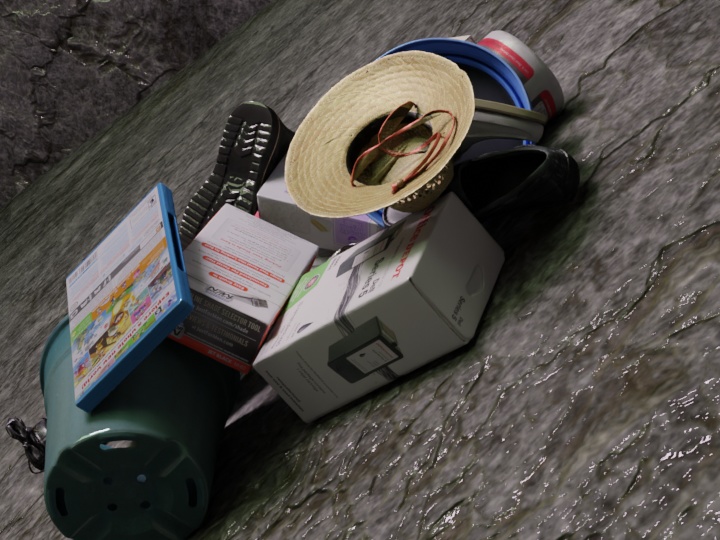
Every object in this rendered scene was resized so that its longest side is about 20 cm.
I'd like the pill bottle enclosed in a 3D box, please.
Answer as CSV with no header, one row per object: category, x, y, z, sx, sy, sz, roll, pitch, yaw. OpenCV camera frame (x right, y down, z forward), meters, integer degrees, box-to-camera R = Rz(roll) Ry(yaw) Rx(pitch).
pill bottle,0.106,-0.144,1.571,0.200,0.111,0.111,-44,17,-8

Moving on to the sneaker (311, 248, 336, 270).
sneaker,-0.080,-0.007,1.658,0.200,0.099,0.078,-49,19,-22

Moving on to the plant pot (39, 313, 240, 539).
plant pot,-0.215,0.154,1.434,0.200,0.200,0.196,-37,25,16

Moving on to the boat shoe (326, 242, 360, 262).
boat shoe,0.000,0.000,1.535,0.074,0.060,0.200,-47,18,-18

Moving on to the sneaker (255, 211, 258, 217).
sneaker,-0.095,-0.052,1.745,0.200,0.074,0.087,-33,50,-28

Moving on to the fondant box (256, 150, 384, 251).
fondant box,-0.008,-0.105,1.680,0.144,0.058,0.200,14,45,17

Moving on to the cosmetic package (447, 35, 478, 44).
cosmetic package,0.098,-0.209,1.761,0.073,0.104,0.200,-45,16,-8

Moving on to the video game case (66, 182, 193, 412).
video game case,-0.216,0.021,1.394,0.143,0.018,0.200,-43,33,16

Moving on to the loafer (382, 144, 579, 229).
loafer,0.102,-0.076,1.400,0.200,0.070,0.068,-14,63,30

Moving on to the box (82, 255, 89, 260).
box,-0.253,0.068,1.713,0.110,0.035,0.200,-17,70,25

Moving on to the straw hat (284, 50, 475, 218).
straw hat,0.036,-0.098,1.366,0.201,0.085,0.201,-22,44,24

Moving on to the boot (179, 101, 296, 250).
boot,-0.119,-0.077,1.696,0.200,0.077,0.138,-63,-22,2

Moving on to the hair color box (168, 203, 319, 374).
hair color box,-0.121,0.014,1.479,0.200,0.111,0.064,-59,-6,-66

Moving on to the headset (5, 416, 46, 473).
headset,-0.359,0.184,1.811,0.123,0.094,0.200,-37,6,15

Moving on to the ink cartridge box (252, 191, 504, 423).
ink cartridge box,0.018,0.034,1.374,0.200,0.084,0.146,-30,20,35

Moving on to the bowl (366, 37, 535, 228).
bowl,0.075,-0.128,1.491,0.201,0.201,0.039,-40,-16,6

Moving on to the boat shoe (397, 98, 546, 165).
boat shoe,0.077,-0.131,1.438,0.200,0.068,0.075,8,0,22

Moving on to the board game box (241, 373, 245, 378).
board game box,-0.208,0.078,1.627,0.126,0.035,0.200,-50,53,4
